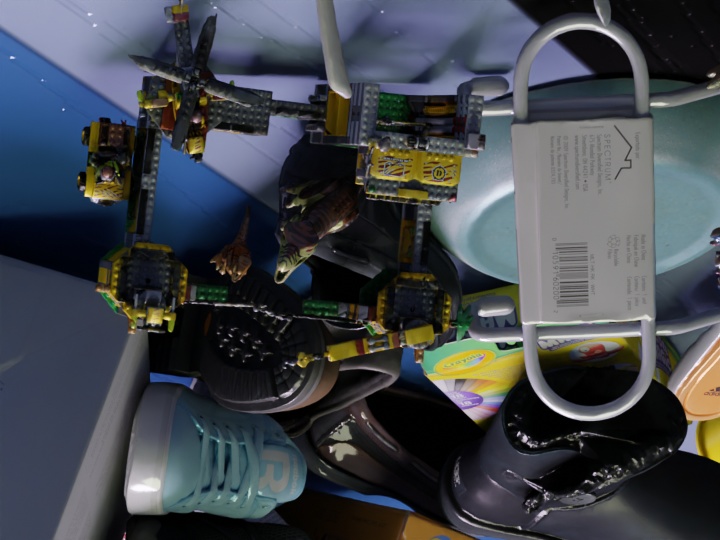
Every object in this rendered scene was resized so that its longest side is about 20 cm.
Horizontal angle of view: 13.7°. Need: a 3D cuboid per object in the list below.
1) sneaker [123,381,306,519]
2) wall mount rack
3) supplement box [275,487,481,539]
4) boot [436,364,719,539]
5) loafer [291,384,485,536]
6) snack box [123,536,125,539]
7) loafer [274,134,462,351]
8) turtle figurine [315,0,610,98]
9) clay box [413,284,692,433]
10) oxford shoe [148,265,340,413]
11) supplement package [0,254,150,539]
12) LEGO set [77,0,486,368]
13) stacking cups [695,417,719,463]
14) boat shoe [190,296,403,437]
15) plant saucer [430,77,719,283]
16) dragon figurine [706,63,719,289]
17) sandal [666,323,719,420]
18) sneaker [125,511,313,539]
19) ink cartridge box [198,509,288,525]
[{"bbox_3d":[-0.073,0.100,1.633,0.082,0.074,0.200,5,180,10],"label":"sneaker"},{"bbox_3d":[0.135,-0.033,1.453,0.173,0.201,0.075,-2,-163,1],"label":"wall mount rack"},{"bbox_3d":[0.000,0.177,1.841,0.069,0.067,0.200,23,172,-22],"label":"supplement box"},{"bbox_3d":[0.155,0.114,1.711,0.199,0.077,0.168,8,160,-13],"label":"boot"},{"bbox_3d":[0.051,0.111,1.816,0.200,0.072,0.063,18,142,-35],"label":"loafer"},{"bbox_3d":[-0.215,0.179,1.902,0.168,0.068,0.200,-5,156,-3],"label":"snack box"},{"bbox_3d":[0.000,0.000,1.550,0.068,0.071,0.201,15,161,24],"label":"loafer"},{"bbox_3d":[0.018,-0.183,1.067,0.194,0.200,0.144,38,174,-29],"label":"turtle figurine"},{"bbox_3d":[0.110,0.051,1.716,0.114,0.048,0.200,-13,156,16],"label":"clay box"},{"bbox_3d":[-0.044,0.038,1.569,0.084,0.073,0.200,16,-179,-22],"label":"oxford shoe"},{"bbox_3d":[-0.208,0.117,1.588,0.147,0.192,0.200,17,154,6],"label":"supplement package"},{"bbox_3d":[-0.027,-0.030,1.394,0.199,0.154,0.116,14,179,-15],"label":"LEGO set"},{"bbox_3d":[0.286,0.073,1.790,0.060,0.061,0.200,12,149,-33],"label":"stacking cups"},{"bbox_3d":[-0.040,0.066,1.711,0.067,0.057,0.200,11,150,-31],"label":"boat shoe"},{"bbox_3d":[0.121,-0.036,1.555,0.199,0.036,0.200,-5,155,-2],"label":"plant saucer"},{"bbox_3d":[0.231,-0.074,1.412,0.200,0.059,0.100,-38,120,0],"label":"dragon figurine"},{"bbox_3d":[0.242,0.034,1.659,0.079,0.059,0.207,1,140,-28],"label":"sandal"},{"bbox_3d":[-0.077,0.173,1.638,0.114,0.077,0.199,8,-176,1],"label":"sneaker"},{"bbox_3d":[-0.056,0.213,1.837,0.043,0.200,0.197,-33,151,-22],"label":"ink cartridge box"}]
